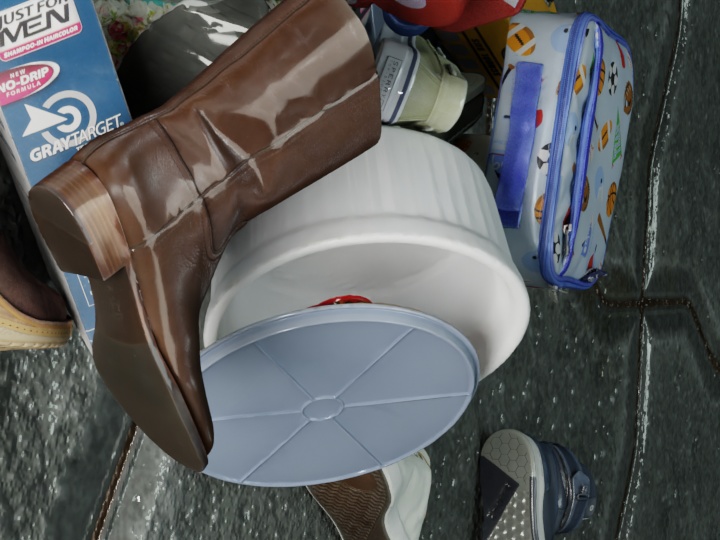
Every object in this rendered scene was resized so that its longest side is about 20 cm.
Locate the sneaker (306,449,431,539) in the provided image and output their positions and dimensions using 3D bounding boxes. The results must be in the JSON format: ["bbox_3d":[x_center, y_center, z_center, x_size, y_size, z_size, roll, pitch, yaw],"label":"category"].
[{"bbox_3d":[0.008,0.141,1.230,0.200,0.072,0.085,76,31,-53],"label":"sneaker"}]

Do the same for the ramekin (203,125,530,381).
[{"bbox_3d":[0.000,0.000,1.051,0.201,0.200,0.098,55,23,-51],"label":"ramekin"}]

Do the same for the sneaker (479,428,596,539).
[{"bbox_3d":[0.161,0.253,1.539,0.146,0.077,0.203,20,74,-60],"label":"sneaker"}]

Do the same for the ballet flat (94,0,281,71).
[{"bbox_3d":[-0.110,-0.136,0.964,0.200,0.075,0.064,-13,114,-53],"label":"ballet flat"}]

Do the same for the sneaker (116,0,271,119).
[{"bbox_3d":[-0.091,-0.086,0.929,0.086,0.080,0.200,-56,179,-44],"label":"sneaker"}]

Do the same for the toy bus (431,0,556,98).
[{"bbox_3d":[0.089,-0.203,1.236,0.200,0.078,0.065,45,54,-54],"label":"toy bus"}]

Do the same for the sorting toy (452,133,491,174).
[{"bbox_3d":[0.028,0.020,1.233,0.180,0.106,0.200,-53,148,-31],"label":"sorting toy"}]

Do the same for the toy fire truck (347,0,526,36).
[{"bbox_3d":[0.004,-0.197,0.967,0.168,0.199,0.113,117,-4,-75],"label":"toy fire truck"}]

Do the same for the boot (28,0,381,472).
[{"bbox_3d":[-0.050,-0.023,0.837,0.200,0.064,0.187,-41,132,-30],"label":"boot"}]

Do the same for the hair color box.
[{"bbox_3d":[-0.147,-0.066,0.843,0.060,0.100,0.201,-24,123,-13],"label":"hair color box"}]

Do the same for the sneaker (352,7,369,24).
[{"bbox_3d":[-0.027,-0.183,1.119,0.087,0.080,0.201,91,18,-55],"label":"sneaker"}]

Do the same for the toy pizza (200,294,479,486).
[{"bbox_3d":[-0.026,0.072,1.033,0.200,0.199,0.032,52,21,-53],"label":"toy pizza"}]

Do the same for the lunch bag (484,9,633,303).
[{"bbox_3d":[0.136,-0.078,1.186,0.160,0.075,0.201,14,84,-69],"label":"lunch bag"}]

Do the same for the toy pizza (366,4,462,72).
[{"bbox_3d":[0.038,-0.206,1.271,0.200,0.032,0.201,-6,97,-62],"label":"toy pizza"}]

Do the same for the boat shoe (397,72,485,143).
[{"bbox_3d":[0.014,-0.077,1.164,0.201,0.072,0.061,-33,119,-32],"label":"boat shoe"}]

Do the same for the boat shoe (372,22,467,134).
[{"bbox_3d":[0.030,-0.115,1.083,0.200,0.062,0.072,-88,-158,-78],"label":"boat shoe"}]

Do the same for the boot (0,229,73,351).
[{"bbox_3d":[-0.193,-0.046,0.799,0.200,0.072,0.167,22,65,-73],"label":"boot"}]
